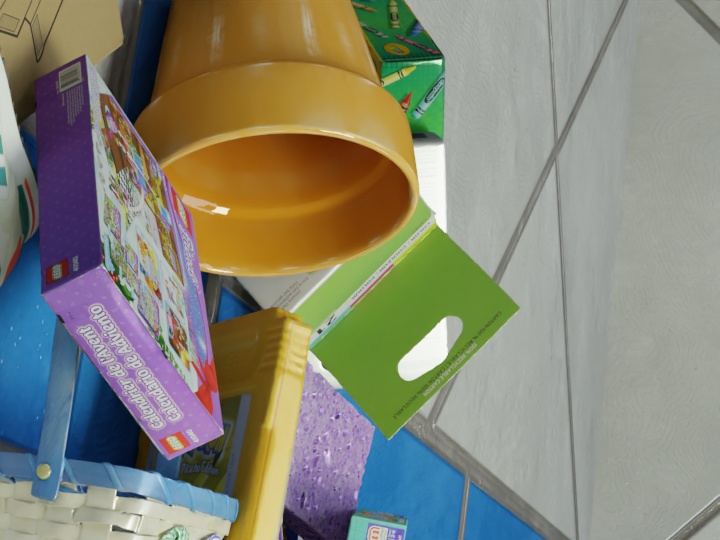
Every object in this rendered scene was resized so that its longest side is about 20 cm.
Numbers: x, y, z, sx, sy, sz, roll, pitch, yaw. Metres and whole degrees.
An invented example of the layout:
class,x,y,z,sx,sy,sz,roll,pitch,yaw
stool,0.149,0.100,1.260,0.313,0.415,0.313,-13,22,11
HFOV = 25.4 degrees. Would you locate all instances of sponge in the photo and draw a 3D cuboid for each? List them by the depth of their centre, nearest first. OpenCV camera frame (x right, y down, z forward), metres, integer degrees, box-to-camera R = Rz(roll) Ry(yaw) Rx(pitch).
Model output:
class,x,y,z,sx,sy,sz,roll,pitch,yaw
sponge,-0.050,0.133,1.229,0.200,0.030,0.113,48,49,-51

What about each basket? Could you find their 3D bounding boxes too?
class,x,y,z,sx,sy,sz,roll,pitch,yaw
basket,-0.147,0.122,0.951,0.176,0.137,0.203,31,61,-69

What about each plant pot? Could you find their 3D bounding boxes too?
class,x,y,z,sx,sy,sz,roll,pitch,yaw
plant pot,-0.066,-0.123,1.117,0.200,0.198,0.185,57,24,-61

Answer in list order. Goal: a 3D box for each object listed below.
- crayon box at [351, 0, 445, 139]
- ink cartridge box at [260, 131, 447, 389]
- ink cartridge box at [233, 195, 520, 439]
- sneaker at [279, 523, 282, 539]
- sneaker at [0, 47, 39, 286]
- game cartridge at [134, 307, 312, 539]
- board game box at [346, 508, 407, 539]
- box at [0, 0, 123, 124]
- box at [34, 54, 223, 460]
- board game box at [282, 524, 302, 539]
class,x,y,z,sx,sy,sz,roll,pitch,yaw
crayon box,0.024,-0.163,1.411,0.200,0.057,0.120,-114,-159,-61
ink cartridge box,-0.010,-0.008,1.319,0.057,0.160,0.203,-124,-149,-69
ink cartridge box,0.000,0.000,1.199,0.148,0.200,0.076,-44,154,-1
sneaker,-0.078,0.219,1.073,0.083,0.080,0.202,137,-41,-55
sneaker,-0.219,-0.060,0.810,0.201,0.069,0.094,79,17,-44
game cartridge,-0.104,0.131,1.068,0.032,0.176,0.202,19,69,-32
board game box,-0.002,0.285,1.206,0.152,0.044,0.203,72,28,-82
box,-0.201,-0.177,0.929,0.200,0.021,0.165,-56,145,-57
box,-0.132,-0.011,0.897,0.201,0.039,0.137,-105,168,-50
board game box,-0.055,0.254,1.402,0.135,0.044,0.202,50,45,-64
